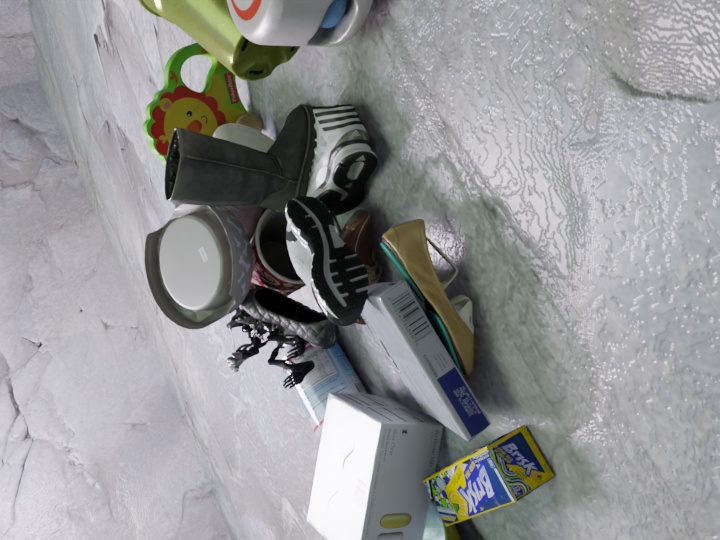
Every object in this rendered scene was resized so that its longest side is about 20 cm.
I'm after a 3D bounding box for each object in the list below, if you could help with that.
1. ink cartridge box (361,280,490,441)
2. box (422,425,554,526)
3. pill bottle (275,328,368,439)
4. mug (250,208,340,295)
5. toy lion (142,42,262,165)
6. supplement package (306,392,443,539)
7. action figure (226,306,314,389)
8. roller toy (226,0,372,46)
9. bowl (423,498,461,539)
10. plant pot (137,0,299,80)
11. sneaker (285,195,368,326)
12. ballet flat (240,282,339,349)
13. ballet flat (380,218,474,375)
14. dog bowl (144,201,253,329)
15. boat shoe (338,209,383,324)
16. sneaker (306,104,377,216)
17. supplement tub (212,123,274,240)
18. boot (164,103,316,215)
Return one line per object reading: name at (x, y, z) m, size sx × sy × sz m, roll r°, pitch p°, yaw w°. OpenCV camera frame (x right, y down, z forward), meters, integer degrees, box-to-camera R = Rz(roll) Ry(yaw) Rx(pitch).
ink cartridge box at (0.069, 0.105, 0.867) m, size 0.197 × 0.043 × 0.200 m, roll 58°, pitch 171°, yaw -5°
box at (0.153, 0.262, 0.857) m, size 0.070 × 0.064 × 0.200 m, roll 61°, pitch 152°, yaw 17°
pill bottle at (-0.069, 0.173, 1.156) m, size 0.201 × 0.108 × 0.109 m, roll 58°, pitch 151°, yaw 22°
mug at (-0.113, -0.040, 1.116) m, size 0.133 × 0.178 × 0.200 m, roll 32°, pitch 158°, yaw -10°
toy lion at (-0.271, -0.270, 1.134) m, size 0.068 × 0.190 × 0.202 m, roll 18°, pitch 123°, yaw 56°
supplement package at (0.018, 0.298, 0.999) m, size 0.155 × 0.110 × 0.202 m, roll 13°, pitch 94°, yaw 58°
action figure at (-0.165, 0.103, 1.104) m, size 0.199 × 0.102 × 0.120 m, roll 28°, pitch 121°, yaw 39°
roller toy at (-0.066, -0.348, 0.765) m, size 0.200 × 0.139 × 0.184 m, roll 43°, pitch 133°, yaw 49°
bowl at (0.091, 0.449, 1.027) m, size 0.107 × 0.201 × 0.200 m, roll 33°, pitch 168°, yaw -28°
plant pot at (-0.172, -0.366, 0.918) m, size 0.185 × 0.200 × 0.201 m, roll 50°, pitch 148°, yaw 13°
sneaker at (-0.046, -0.004, 0.882) m, size 0.080 × 0.073 × 0.201 m, roll 105°, pitch 149°, yaw -46°
ballet flat at (-0.111, 0.055, 1.033) m, size 0.199 × 0.066 × 0.057 m, roll 23°, pitch 127°, yaw 27°
ballet flat at (0.096, 0.031, 0.799) m, size 0.201 × 0.063 × 0.069 m, roll 59°, pitch 175°, yaw -14°
dog bowl at (-0.245, -0.013, 1.046) m, size 0.199 × 0.058 × 0.202 m, roll 5°, pitch 99°, yaw 34°
boat shoe at (0.000, 0.000, 0.967) m, size 0.071 × 0.076 × 0.201 m, roll 23°, pitch 138°, yaw 13°
sneaker at (-0.035, -0.155, 0.936) m, size 0.201 × 0.075 × 0.116 m, roll 132°, pitch 129°, yaw -61°
supplement tub at (-0.213, -0.125, 1.124) m, size 0.132 × 0.131 × 0.201 m, roll 51°, pitch 123°, yaw 31°
boot at (-0.166, -0.167, 0.958) m, size 0.072 × 0.198 × 0.184 m, roll -10°, pitch 72°, yaw 63°
